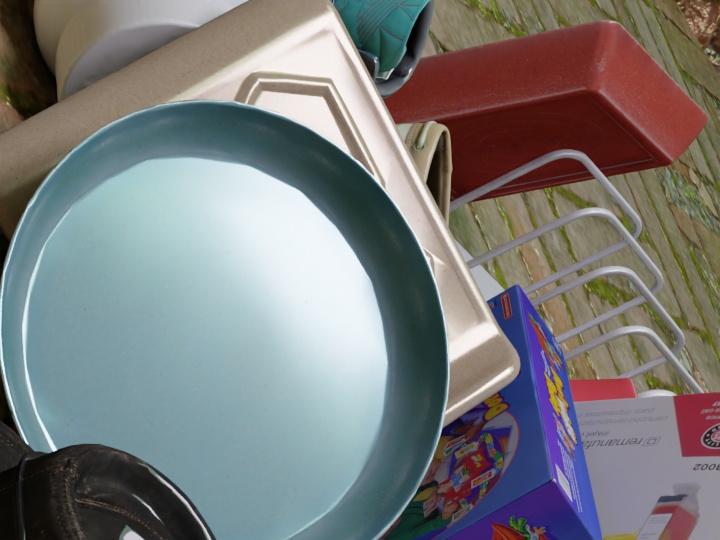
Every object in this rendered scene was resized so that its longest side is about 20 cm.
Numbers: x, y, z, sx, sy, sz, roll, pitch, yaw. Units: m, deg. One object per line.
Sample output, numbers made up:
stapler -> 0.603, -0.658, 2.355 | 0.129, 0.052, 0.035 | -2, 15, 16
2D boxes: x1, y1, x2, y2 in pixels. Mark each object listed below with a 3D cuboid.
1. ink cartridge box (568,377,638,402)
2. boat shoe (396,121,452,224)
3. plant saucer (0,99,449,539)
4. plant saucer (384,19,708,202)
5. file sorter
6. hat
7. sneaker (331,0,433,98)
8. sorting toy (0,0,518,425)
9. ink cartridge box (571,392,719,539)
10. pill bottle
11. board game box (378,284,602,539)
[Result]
ink cartridge box -> 0.106, 0.176, 1.353 | 0.145, 0.083, 0.200 | 107, -24, -47
boat shoe -> 0.021, 0.021, 1.417 | 0.073, 0.062, 0.201 | 9, 75, -67
plant saucer -> -0.057, 0.031, 1.097 | 0.200, 0.027, 0.201 | 7, 75, -27
plant saucer -> 0.098, -0.090, 1.698 | 0.200, 0.199, 0.037 | 31, 53, -62
file sorter -> 0.131, 0.046, 1.696 | 0.139, 0.124, 0.200 | 43, 24, -52
hat -> -0.089, 0.118, 0.948 | 0.201, 0.081, 0.201 | 56, 16, -25
sneaker -> -0.022, -0.160, 1.535 | 0.200, 0.121, 0.084 | 43, 69, -52
sorting toy -> -0.048, 0.000, 1.155 | 0.200, 0.185, 0.036 | 60, -29, -3
ink cartridge box -> 0.116, 0.147, 1.180 | 0.200, 0.145, 0.084 | -53, 124, -39
pill bottle -> -0.100, -0.141, 1.279 | 0.110, 0.109, 0.200 | 50, 20, -38
board game box -> 0.033, 0.095, 1.223 | 0.045, 0.134, 0.200 | 55, 12, -21
